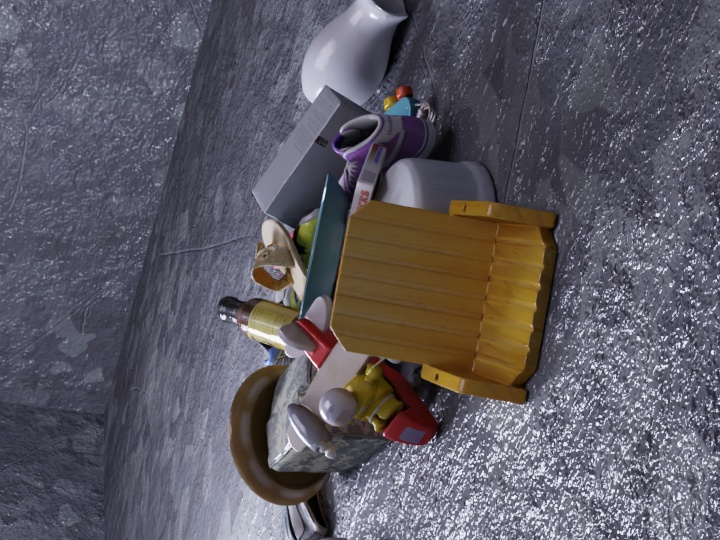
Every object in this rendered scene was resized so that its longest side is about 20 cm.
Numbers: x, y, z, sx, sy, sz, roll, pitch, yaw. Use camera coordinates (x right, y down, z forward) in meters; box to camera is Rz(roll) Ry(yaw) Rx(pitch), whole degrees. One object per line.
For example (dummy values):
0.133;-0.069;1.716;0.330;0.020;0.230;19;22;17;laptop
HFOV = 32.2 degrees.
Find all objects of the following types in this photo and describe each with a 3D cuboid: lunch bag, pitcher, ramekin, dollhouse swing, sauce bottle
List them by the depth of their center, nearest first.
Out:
0.081;0.020;1.324;0.182;0.175;0.201;-168;89;-72;dollhouse swing
0.077;-0.039;1.493;0.200;0.097;0.201;-171;90;-72;ramekin
-0.043;0.169;1.679;0.200;0.139;0.168;130;139;-59;lunch bag
-0.135;0.076;1.837;0.200;0.065;0.065;15;96;46;sauce bottle
-0.003;-0.349;1.900;0.200;0.121;0.172;-56;9;31;pitcher

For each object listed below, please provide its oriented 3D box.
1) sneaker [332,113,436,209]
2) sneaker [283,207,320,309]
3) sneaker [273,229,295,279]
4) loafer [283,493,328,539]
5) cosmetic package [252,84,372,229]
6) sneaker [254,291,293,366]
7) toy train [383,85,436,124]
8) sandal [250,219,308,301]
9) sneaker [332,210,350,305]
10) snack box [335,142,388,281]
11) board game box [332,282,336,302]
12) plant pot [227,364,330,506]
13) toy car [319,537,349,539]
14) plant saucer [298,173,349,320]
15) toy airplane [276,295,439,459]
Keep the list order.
-0.004;-0.147;1.627;0.200;0.114;0.073;-43;51;46;sneaker
-0.062;0.000;1.826;0.077;0.075;0.201;-117;29;-50;sneaker
-0.091;-0.023;2.018;0.200;0.073;0.087;101;-174;-83;sneaker
-0.084;0.327;1.870;0.063;0.072;0.200;-44;42;29;loafer
-0.055;-0.155;1.830;0.200;0.113;0.081;-57;31;12;cosmetic package
-0.121;0.081;1.923;0.200;0.085;0.077;-104;29;-53;sneaker
0.059;-0.143;1.684;0.150;0.055;0.201;48;123;49;toy train
-0.119;0.000;1.774;0.212;0.069;0.078;49;147;42;sandal
0.000;0.000;1.726;0.121;0.083;0.201;145;128;-69;sneaker
-0.001;-0.069;1.596;0.200;0.024;0.072;105;-177;-51;snack box
-0.032;0.009;1.891;0.153;0.040;0.201;147;130;-66;board game box
-0.101;0.231;1.769;0.027;0.200;0.201;-15;64;44;plant pot
-0.080;0.445;1.636;0.200;0.149;0.176;134;142;-60;toy car
-0.045;-0.026;1.626;0.200;0.036;0.201;-168;90;-87;plant saucer
-0.019;0.128;1.482;0.141;0.198;0.201;-51;-49;-58;toy airplane
